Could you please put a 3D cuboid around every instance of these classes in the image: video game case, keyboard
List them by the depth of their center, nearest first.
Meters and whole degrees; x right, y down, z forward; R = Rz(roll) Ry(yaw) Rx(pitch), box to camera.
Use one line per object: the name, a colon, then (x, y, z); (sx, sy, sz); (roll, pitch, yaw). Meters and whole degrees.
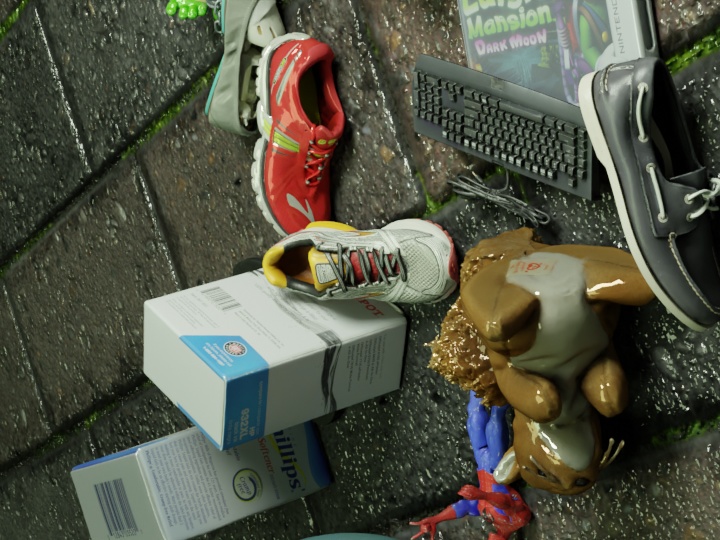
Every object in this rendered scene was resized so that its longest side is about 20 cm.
video game case: (0.143, -0.199, 1.261); (0.200, 0.023, 0.182); (-1, 101, 56)
keyboard: (0.112, -0.093, 1.318); (0.200, 0.021, 0.127); (27, 136, 44)

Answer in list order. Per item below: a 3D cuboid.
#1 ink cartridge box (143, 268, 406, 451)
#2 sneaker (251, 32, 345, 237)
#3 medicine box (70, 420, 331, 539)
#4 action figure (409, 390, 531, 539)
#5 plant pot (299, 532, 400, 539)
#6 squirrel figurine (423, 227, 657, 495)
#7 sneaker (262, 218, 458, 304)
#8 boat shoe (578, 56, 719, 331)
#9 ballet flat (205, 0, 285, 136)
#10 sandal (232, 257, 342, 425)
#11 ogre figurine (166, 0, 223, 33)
ink cartridge box: (-0.079, 0.069, 1.532); (0.145, 0.200, 0.084); (38, 133, 43)
sneaker: (-0.051, -0.118, 1.537); (0.085, 0.077, 0.200); (13, 114, 47)
medicine box: (-0.166, 0.213, 1.713); (0.182, 0.200, 0.103); (-23, 85, 56)
action figure: (0.091, 0.160, 1.412); (0.065, 0.099, 0.200); (7, 110, 56)
plant pot: (0.024, 0.327, 1.534); (0.200, 0.135, 0.200); (27, 123, 50)
squirrel figurine: (0.139, 0.074, 1.300); (0.200, 0.141, 0.187); (-139, 35, -59)
sneaker: (0.000, 0.000, 1.473); (0.200, 0.082, 0.078); (-1, 103, 37)
boat shoe: (0.218, -0.054, 1.159); (0.063, 0.073, 0.200); (-22, 93, 36)
ballet flat: (-0.102, -0.216, 1.597); (0.064, 0.067, 0.200); (24, 129, 12)
sandal: (-0.082, 0.069, 1.675); (0.200, 0.045, 0.075); (60, 144, 23)
ogre figurine: (-0.179, -0.335, 1.631); (0.120, 0.098, 0.200); (93, 163, -55)
